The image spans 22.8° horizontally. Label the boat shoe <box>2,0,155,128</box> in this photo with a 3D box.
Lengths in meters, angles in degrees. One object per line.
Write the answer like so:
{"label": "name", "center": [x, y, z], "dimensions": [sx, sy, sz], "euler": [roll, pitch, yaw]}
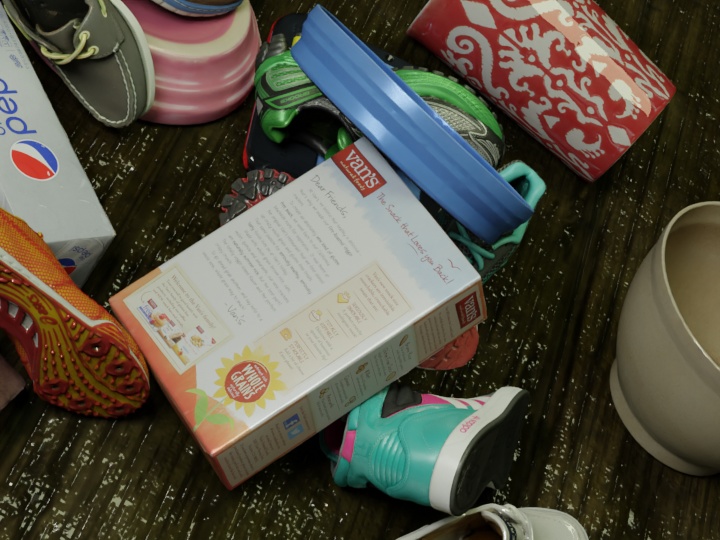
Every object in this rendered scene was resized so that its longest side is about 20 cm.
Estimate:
{"label": "boat shoe", "center": [-0.200, -0.174, 1.195], "dimensions": [0.061, 0.071, 0.203], "euler": [-72, 145, -51]}

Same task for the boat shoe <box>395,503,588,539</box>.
{"label": "boat shoe", "center": [0.082, 0.183, 1.146], "dimensions": [0.199, 0.070, 0.071], "euler": [-4, 56, -37]}

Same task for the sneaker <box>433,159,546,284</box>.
{"label": "sneaker", "center": [0.067, -0.013, 1.281], "dimensions": [0.077, 0.091, 0.200], "euler": [40, 52, -3]}

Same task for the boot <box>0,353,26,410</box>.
{"label": "boot", "center": [-0.264, 0.013, 1.072], "dimensions": [0.166, 0.072, 0.200], "euler": [46, 39, -10]}

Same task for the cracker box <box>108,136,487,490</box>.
{"label": "cracker box", "center": [-0.038, 0.024, 1.121], "dimensions": [0.199, 0.058, 0.134], "euler": [-33, 60, -9]}

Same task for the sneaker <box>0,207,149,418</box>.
{"label": "sneaker", "center": [-0.189, 0.014, 1.058], "dimensions": [0.200, 0.073, 0.078], "euler": [52, 21, -35]}

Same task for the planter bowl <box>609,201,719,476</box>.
{"label": "planter bowl", "center": [0.270, 0.070, 1.332], "dimensions": [0.199, 0.135, 0.201], "euler": [19, 44, -20]}

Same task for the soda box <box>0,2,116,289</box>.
{"label": "soda box", "center": [-0.236, -0.080, 1.158], "dimensions": [0.068, 0.064, 0.201], "euler": [-8, 59, -42]}

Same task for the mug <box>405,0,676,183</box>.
{"label": "mug", "center": [0.164, -0.190, 1.494], "dimensions": [0.200, 0.134, 0.178], "euler": [43, 43, 0]}

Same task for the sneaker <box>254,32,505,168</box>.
{"label": "sneaker", "center": [0.013, -0.103, 1.325], "dimensions": [0.198, 0.078, 0.086], "euler": [13, 59, -13]}

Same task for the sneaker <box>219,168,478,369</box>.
{"label": "sneaker", "center": [0.000, 0.000, 1.215], "dimensions": [0.199, 0.078, 0.082], "euler": [36, -3, 21]}

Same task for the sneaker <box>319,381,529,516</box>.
{"label": "sneaker", "center": [0.036, 0.105, 1.179], "dimensions": [0.120, 0.084, 0.200], "euler": [17, 8, 16]}

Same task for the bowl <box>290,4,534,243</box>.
{"label": "bowl", "center": [0.032, -0.094, 1.191], "dimensions": [0.200, 0.039, 0.201], "euler": [43, 6, -6]}

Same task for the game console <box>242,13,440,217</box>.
{"label": "game console", "center": [0.010, -0.104, 1.380], "dimensions": [0.199, 0.031, 0.178], "euler": [24, 43, -16]}

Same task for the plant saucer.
{"label": "plant saucer", "center": [-0.158, -0.199, 1.330], "dimensions": [0.199, 0.051, 0.202], "euler": [19, 46, -21]}

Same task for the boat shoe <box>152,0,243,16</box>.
{"label": "boat shoe", "center": [-0.136, -0.236, 1.256], "dimensions": [0.199, 0.072, 0.073], "euler": [13, 54, -50]}
